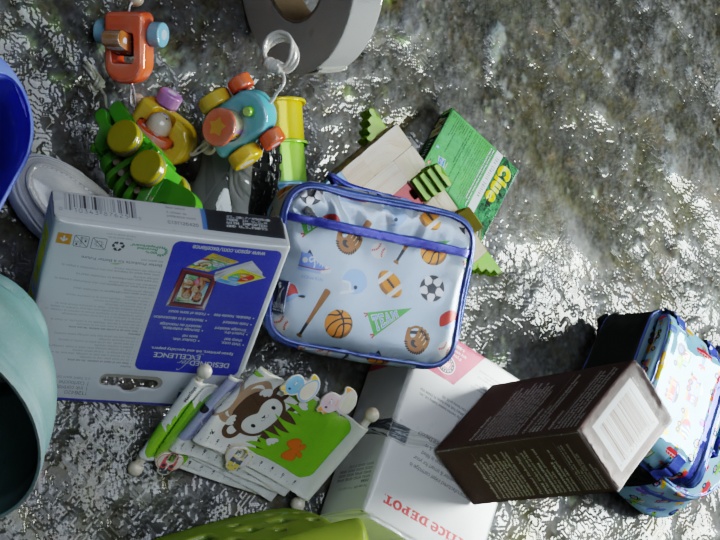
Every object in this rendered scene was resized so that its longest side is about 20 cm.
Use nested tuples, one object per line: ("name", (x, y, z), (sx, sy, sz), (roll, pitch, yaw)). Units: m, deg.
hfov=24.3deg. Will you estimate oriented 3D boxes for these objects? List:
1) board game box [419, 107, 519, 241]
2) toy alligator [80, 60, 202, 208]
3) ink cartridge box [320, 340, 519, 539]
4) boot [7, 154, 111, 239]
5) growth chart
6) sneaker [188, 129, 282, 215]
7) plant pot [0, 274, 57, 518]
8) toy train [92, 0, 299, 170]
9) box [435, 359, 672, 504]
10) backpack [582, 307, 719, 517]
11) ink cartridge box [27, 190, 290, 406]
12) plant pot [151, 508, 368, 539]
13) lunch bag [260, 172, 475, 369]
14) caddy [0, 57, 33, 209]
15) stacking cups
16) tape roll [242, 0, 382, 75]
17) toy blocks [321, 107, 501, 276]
("board game box", (0.082, -0.056, 1.695), (0.105, 0.023, 0.201), (40, 62, -19))
("toy alligator", (-0.203, -0.100, 1.428), (0.054, 0.200, 0.059), (-41, 151, 1))
("ink cartridge box", (0.064, 0.174, 1.598), (0.144, 0.084, 0.202), (32, 63, -25))
("boot", (-0.209, -0.037, 1.444), (0.200, 0.095, 0.074), (39, 61, -22))
("growth chart", (-0.091, 0.146, 1.488), (0.199, 0.018, 0.145), (19, 114, -31))
("sneaker", (-0.126, -0.037, 1.526), (0.074, 0.078, 0.203), (16, 83, -70))
("plant pot", (-0.320, 0.080, 1.304), (0.200, 0.200, 0.135), (46, 31, -18))
("toy train", (-0.156, -0.164, 1.468), (0.056, 0.198, 0.152), (-18, 116, -66))
("box", (0.171, 0.149, 1.503), (0.100, 0.199, 0.075), (-45, 108, -33))
("backpack", (0.322, 0.159, 1.752), (0.200, 0.134, 0.184), (41, 62, -24))
("ink cartridge box", (-0.179, 0.030, 1.399), (0.195, 0.201, 0.047), (5, 44, -21))
("plant pot", (-0.082, 0.313, 1.411), (0.198, 0.181, 0.201), (-11, 87, -34))
("lunch bag", (0.000, 0.000, 1.515), (0.198, 0.076, 0.162), (12, 90, -16))
("caddy", (-0.350, -0.094, 1.351), (0.141, 0.105, 0.202), (34, 63, -23))
("stacking cups", (-0.073, -0.059, 1.574), (0.060, 0.060, 0.203), (-3, 87, -35))
("tape roll", (-0.047, -0.282, 1.543), (0.037, 0.202, 0.205), (-8, 85, -35))
("toy blocks", (0.021, -0.035, 1.594), (0.136, 0.100, 0.201), (-39, 100, -19))
